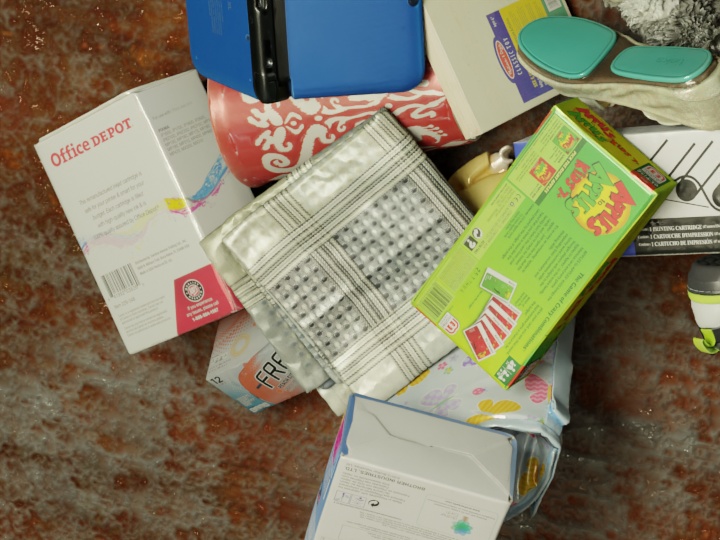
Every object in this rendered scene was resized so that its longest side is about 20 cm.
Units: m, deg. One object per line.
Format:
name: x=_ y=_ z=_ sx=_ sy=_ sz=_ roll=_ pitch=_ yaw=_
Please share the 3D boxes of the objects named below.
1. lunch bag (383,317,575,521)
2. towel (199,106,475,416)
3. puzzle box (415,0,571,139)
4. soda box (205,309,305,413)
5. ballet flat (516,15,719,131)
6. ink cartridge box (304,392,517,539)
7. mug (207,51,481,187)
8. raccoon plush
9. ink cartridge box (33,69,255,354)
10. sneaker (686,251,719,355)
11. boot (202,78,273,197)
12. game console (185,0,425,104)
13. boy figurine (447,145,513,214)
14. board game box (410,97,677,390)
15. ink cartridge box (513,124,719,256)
lunch bag: x=0.093 y=0.121 z=1.703 sx=0.200 sy=0.170 sz=0.127 roll=-33 pitch=121 yaw=30
towel: x=0.000 y=0.000 z=1.666 sx=0.200 sy=0.035 sz=0.193 roll=-36 pitch=101 yaw=16
puzzle box: x=0.093 y=-0.216 z=1.632 sx=0.025 sy=0.133 sz=0.201 roll=-16 pitch=99 yaw=56
soda box: x=-0.039 y=0.052 z=1.785 sx=0.200 sy=0.069 sz=0.064 roll=-26 pitch=129 yaw=37
ballet flat: x=0.194 y=-0.140 z=1.568 sx=0.200 sy=0.067 sz=0.062 roll=23 pitch=149 yaw=48
ink cartridge box: x=0.029 y=0.202 z=1.622 sx=0.136 sy=0.076 sz=0.200 roll=16 pitch=129 yaw=-2
mug: x=-0.011 y=-0.165 z=1.698 sx=0.199 sy=0.133 sz=0.178 roll=-6 pitch=105 yaw=23
raccoon plush: x=0.229 y=-0.154 z=1.615 sx=0.134 sy=0.097 sz=0.201 roll=30 pitch=117 yaw=22
ink cartridge box: x=-0.166 y=-0.049 z=1.764 sx=0.147 sy=0.086 sz=0.201 roll=-20 pitch=94 yaw=43
sneaker: x=0.317 y=0.019 z=1.575 sx=0.072 sy=0.199 sz=0.083 roll=7 pitch=107 yaw=56
boot: x=-0.136 y=-0.063 z=1.824 sx=0.131 sy=0.070 sz=0.201 roll=-13 pitch=95 yaw=34
game console: x=-0.049 y=-0.239 z=1.608 sx=0.171 sy=0.118 sz=0.201 roll=27 pitch=126 yaw=51
boy figurine: x=0.110 y=-0.034 z=1.707 sx=0.199 sy=0.064 sz=0.125 roll=-19 pitch=75 yaw=34
board game box: x=0.135 y=-0.019 z=1.577 sx=0.102 sy=0.048 sz=0.200 roll=42 pitch=118 yaw=13
ink cartridge box: x=0.218 y=-0.060 z=1.577 sx=0.199 sy=0.044 sz=0.094 roll=-3 pitch=101 yaw=28
